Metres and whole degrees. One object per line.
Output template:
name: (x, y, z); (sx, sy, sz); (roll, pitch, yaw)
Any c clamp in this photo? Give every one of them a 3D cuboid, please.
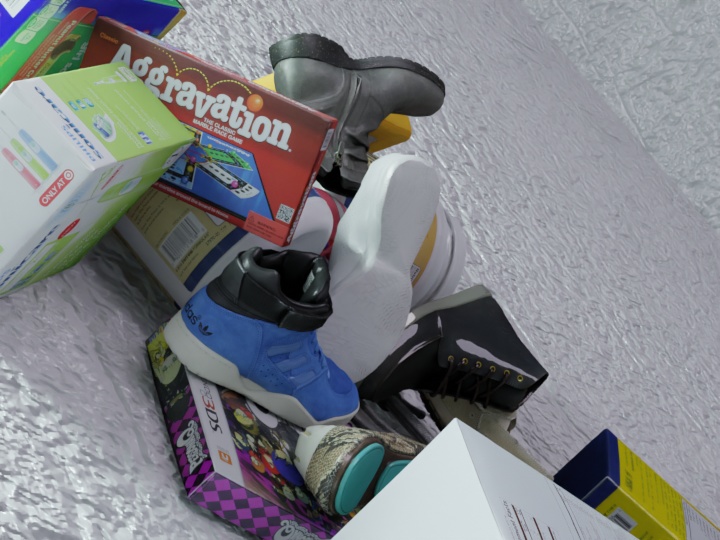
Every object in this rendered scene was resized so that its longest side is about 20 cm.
c clamp: (0.032, 0.125, 1.695); (0.171, 0.027, 0.200); (31, 8, -30)

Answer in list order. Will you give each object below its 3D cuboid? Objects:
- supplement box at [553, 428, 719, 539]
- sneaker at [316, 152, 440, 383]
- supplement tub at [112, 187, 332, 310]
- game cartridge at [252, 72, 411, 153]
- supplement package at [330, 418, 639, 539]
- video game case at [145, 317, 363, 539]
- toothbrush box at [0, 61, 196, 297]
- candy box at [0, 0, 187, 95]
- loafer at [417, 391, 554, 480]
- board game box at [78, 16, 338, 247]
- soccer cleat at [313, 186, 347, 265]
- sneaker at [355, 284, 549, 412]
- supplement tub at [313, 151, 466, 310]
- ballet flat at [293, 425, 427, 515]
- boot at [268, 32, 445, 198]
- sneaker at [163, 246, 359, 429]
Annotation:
supplement box: (0.258, 0.262, 1.816); (0.200, 0.110, 0.109); (42, 18, -8)
sneaker: (0.000, 0.000, 1.629); (0.075, 0.200, 0.088); (26, -5, -28)
supplement tub: (-0.134, -0.067, 1.592); (0.200, 0.144, 0.144); (50, 18, 13)
game cartridge: (-0.076, -0.128, 1.849); (0.200, 0.176, 0.032); (14, 62, -58)
supplement package: (0.085, 0.245, 1.332); (0.200, 0.191, 0.147); (35, 19, -29)
video game case: (-0.063, 0.140, 1.490); (0.200, 0.036, 0.181); (33, 20, -33)
toothbrush box: (-0.222, -0.063, 1.410); (0.086, 0.146, 0.200); (47, 17, 4)
candy box: (-0.255, -0.177, 1.550); (0.077, 0.169, 0.200); (51, 19, 12)
loafer: (0.105, 0.132, 1.772); (0.200, 0.068, 0.076); (61, -5, 14)
board game box: (-0.125, -0.105, 1.491); (0.200, 0.103, 0.019); (25, 12, 13)
soccer cleat: (-0.014, 0.011, 1.702); (0.076, 0.067, 0.200); (56, -8, 50)
sneaker: (0.081, 0.083, 1.687); (0.106, 0.075, 0.200); (47, 40, 15)
supplement tub: (-0.011, -0.037, 1.823); (0.200, 0.144, 0.144); (28, 24, -42)
ballet flat: (-0.006, 0.142, 1.470); (0.075, 0.068, 0.200); (29, 5, 22)
boot: (-0.002, -0.120, 1.725); (0.200, 0.068, 0.131); (10, 67, -43)
sneaker: (-0.044, 0.047, 1.500); (0.200, 0.111, 0.077); (29, 21, -43)
